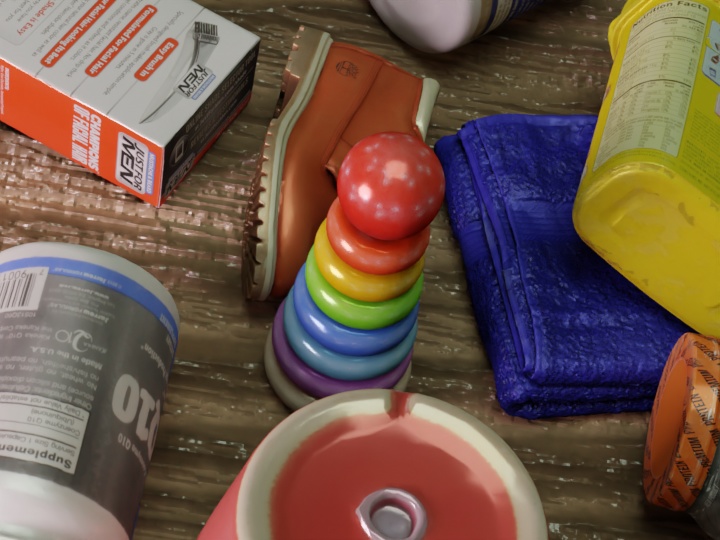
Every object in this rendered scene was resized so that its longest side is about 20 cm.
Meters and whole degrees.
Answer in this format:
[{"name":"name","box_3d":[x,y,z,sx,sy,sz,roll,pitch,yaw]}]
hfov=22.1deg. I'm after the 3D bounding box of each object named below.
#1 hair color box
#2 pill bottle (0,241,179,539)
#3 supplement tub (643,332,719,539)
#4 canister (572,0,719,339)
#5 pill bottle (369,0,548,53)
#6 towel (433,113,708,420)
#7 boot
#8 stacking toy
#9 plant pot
[{"name":"hair color box","box_3d":[-0.175,-0.135,1.120,0.200,0.064,0.111,29,54,11]},{"name":"pill bottle","box_3d":[-0.163,0.096,0.931,0.113,0.114,0.200,11,55,-3]},{"name":"supplement tub","box_3d":[0.263,0.102,1.001,0.200,0.123,0.123,14,54,-1]},{"name":"canister","box_3d":[0.206,-0.071,1.093,0.148,0.087,0.200,37,42,-14]},{"name":"pill bottle","box_3d":[0.103,-0.233,1.204,0.200,0.120,0.120,-29,65,-27]},{"name":"towel","box_3d":[0.133,-0.009,1.098,0.147,0.050,0.200,-4,56,-12]},{"name":"boot","box_3d":[-0.010,-0.057,1.093,0.107,0.075,0.200,18,53,-3]},{"name":"stacking toy","box_3d":[0.000,0.000,0.973,0.085,0.200,0.086,5,55,-7]},{"name":"plant pot","box_3d":[0.002,0.160,0.878,0.200,0.177,0.201,5,54,-7]}]
